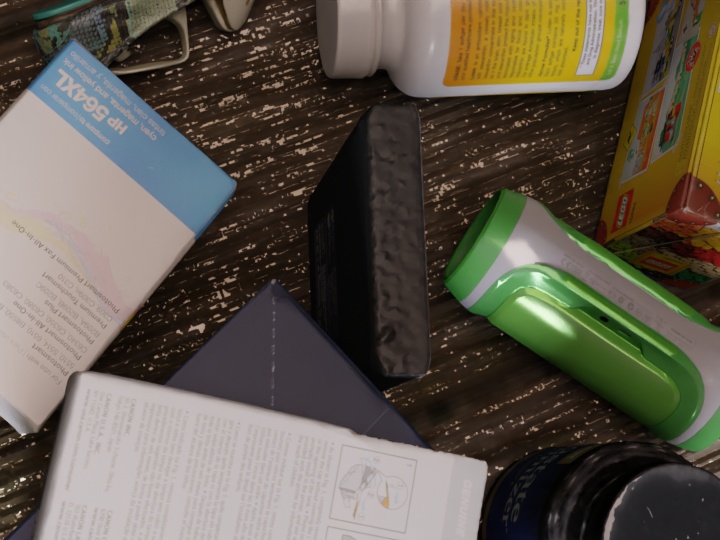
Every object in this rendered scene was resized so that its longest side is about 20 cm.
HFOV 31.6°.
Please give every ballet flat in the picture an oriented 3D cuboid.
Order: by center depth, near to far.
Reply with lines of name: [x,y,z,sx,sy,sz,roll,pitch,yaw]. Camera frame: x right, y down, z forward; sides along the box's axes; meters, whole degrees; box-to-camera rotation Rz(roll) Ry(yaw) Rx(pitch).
ballet flat: [-0.114,-0.175,0.825,0.198,0.074,0.075,-29,86,-12]

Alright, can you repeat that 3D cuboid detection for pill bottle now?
pill bottle: [0.145,0.157,0.739,0.110,0.200,0.114,2,80,-10]
pill bottle: [0.074,-0.171,0.828,0.197,0.111,0.113,-4,81,-12]

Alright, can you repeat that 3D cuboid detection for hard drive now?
hard drive: [0.000,0.000,0.739,0.032,0.200,0.142,0,80,-11]

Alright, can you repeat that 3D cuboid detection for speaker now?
speaker: [0.154,0.032,0.822,0.199,0.088,0.089,34,76,-4]

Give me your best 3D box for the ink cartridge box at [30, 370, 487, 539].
ink cartridge box: [-0.053,0.147,0.581,0.197,0.057,0.165,14,78,-16]

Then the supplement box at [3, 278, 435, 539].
supplement box: [-0.082,0.134,0.700,0.200,0.200,0.134,-44,90,-14]

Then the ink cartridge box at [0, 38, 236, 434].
ink cartridge box: [-0.189,-0.004,0.729,0.125,0.128,0.201,41,71,-9]

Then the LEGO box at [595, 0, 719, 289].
LEGO box: [0.231,-0.104,0.827,0.076,0.149,0.203,17,78,-8]
